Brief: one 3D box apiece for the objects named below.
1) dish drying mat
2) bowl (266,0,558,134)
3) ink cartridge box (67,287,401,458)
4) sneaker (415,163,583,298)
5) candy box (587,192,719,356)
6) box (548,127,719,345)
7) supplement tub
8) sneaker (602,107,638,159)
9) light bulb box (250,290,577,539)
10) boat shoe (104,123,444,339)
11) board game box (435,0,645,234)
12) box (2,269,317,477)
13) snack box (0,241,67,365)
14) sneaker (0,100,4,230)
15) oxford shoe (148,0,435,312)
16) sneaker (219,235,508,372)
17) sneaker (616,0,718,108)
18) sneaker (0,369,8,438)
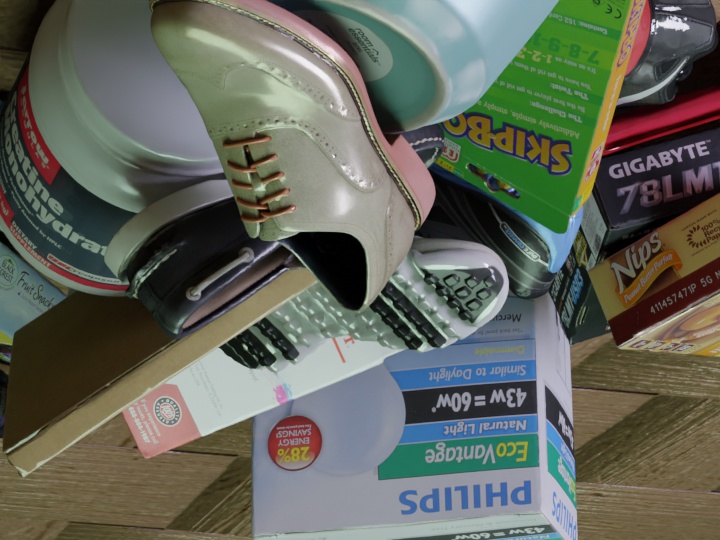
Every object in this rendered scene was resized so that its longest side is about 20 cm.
[{"bbox_3d":[0.163,-0.082,1.575,0.077,0.018,0.200,-11,-174,46],"label":"dish drying mat"},{"bbox_3d":[-0.001,-0.136,1.332,0.201,0.105,0.201,14,153,7],"label":"bowl"},{"bbox_3d":[-0.061,0.017,1.732,0.200,0.117,0.068,-22,-161,6],"label":"ink cartridge box"},{"bbox_3d":[0.038,-0.042,1.619,0.071,0.083,0.200,-8,-151,-44],"label":"sneaker"},{"bbox_3d":[0.235,0.003,1.679,0.115,0.055,0.200,-31,159,31],"label":"candy box"},{"bbox_3d":[0.220,-0.033,1.723,0.200,0.050,0.199,-16,163,-8],"label":"box"},{"bbox_3d":[-0.113,-0.079,1.514,0.140,0.141,0.200,5,160,-16],"label":"supplement tub"},{"bbox_3d":[0.089,-0.062,1.692,0.095,0.079,0.200,-1,165,-36],"label":"sneaker"},{"bbox_3d":[0.035,0.087,1.900,0.198,0.200,0.125,-7,160,14],"label":"light bulb box"},{"bbox_3d":[-0.031,-0.025,1.443,0.200,0.060,0.074,-24,159,-33],"label":"boat shoe"},{"bbox_3d":[0.086,-0.109,1.443,0.095,0.030,0.200,31,139,17],"label":"board game box"},{"bbox_3d":[-0.111,0.020,1.609,0.200,0.164,0.021,-34,111,10],"label":"box"},{"bbox_3d":[-0.271,0.005,1.813,0.142,0.053,0.200,15,166,22],"label":"snack box"},{"bbox_3d":[-0.206,-0.052,1.686,0.200,0.077,0.081,18,160,-35],"label":"sneaker"},{"bbox_3d":[-0.033,-0.055,1.303,0.071,0.074,0.200,-3,146,39],"label":"oxford shoe"},{"bbox_3d":[0.000,0.000,1.592,0.200,0.081,0.075,-7,133,40],"label":"sneaker"},{"bbox_3d":[0.120,-0.112,1.538,0.098,0.071,0.200,-2,169,-26],"label":"sneaker"},{"bbox_3d":[-0.264,0.066,1.801,0.087,0.076,0.200,11,175,15],"label":"sneaker"}]
